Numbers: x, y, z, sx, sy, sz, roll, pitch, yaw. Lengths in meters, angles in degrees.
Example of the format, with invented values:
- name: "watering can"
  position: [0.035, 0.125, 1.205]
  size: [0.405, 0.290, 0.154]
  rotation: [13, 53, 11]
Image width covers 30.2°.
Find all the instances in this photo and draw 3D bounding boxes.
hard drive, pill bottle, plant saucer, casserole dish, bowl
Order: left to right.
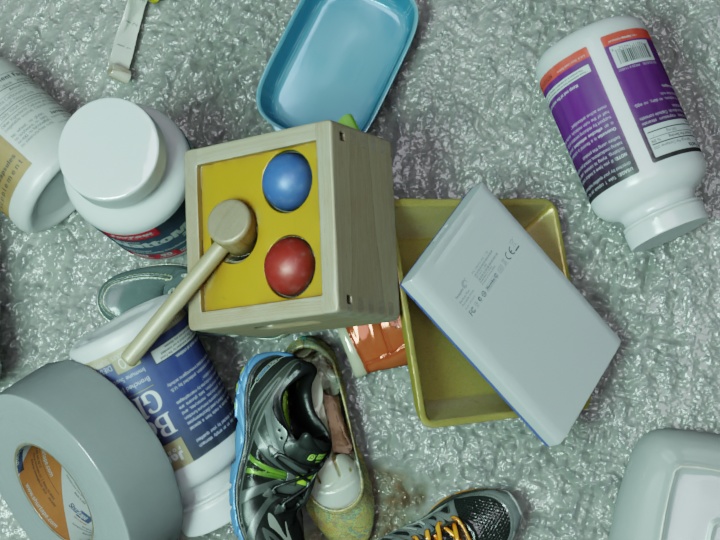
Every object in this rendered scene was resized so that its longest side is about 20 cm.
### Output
- name: "pill bottle"
  position: [-0.353, -0.140, 1.292]
  size: [0.200, 0.114, 0.115]
  rotation: [41, 86, 11]
- name: "pill bottle"
  position: [-0.205, -0.085, 1.225]
  size: [0.118, 0.200, 0.121]
  rotation: [-1, 80, 5]
- name: "pill bottle"
  position: [-0.170, 0.134, 1.212]
  size: [0.110, 0.111, 0.202]
  rotation: [-27, 99, 0]
- name: "casserole dish"
  position: [-0.021, -0.204, 1.312]
  size: [0.120, 0.039, 0.202]
  rotation: [25, 83, 9]
- name: "plant saucer"
  position: [0.107, 0.038, 1.215]
  size: [0.198, 0.048, 0.203]
  rotation: [-2, 78, -33]
- name: "hard drive"
  position: [0.137, 0.039, 1.189]
  size: [0.200, 0.025, 0.132]
  rotation: [47, 56, -13]
- name: "pill bottle"
  position: [0.246, -0.124, 1.235]
  size: [0.111, 0.112, 0.202]
  rotation: [-21, 79, 1]
- name: "bowl"
  position: [0.323, 0.247, 1.184]
  size: [0.197, 0.075, 0.202]
  rotation: [12, 81, 9]

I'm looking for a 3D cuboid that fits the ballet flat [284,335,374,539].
- name: "ballet flat"
  position: [-0.034, 0.158, 1.235]
  size: [0.070, 0.071, 0.203]
  rotation: [-13, 79, 3]

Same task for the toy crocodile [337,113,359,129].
- name: "toy crocodile"
  position: [-0.070, -0.072, 1.253]
  size: [0.199, 0.061, 0.068]
  rotation: [-39, 57, 29]

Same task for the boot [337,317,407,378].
- name: "boot"
  position: [0.000, 0.000, 1.259]
  size: [0.106, 0.075, 0.202]
  rotation: [-23, 80, 6]

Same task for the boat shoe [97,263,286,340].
- name: "boat shoe"
  position: [-0.160, 0.029, 1.271]
  size: [0.197, 0.062, 0.074]
  rotation: [6, 82, 7]

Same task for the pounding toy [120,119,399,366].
- name: "pounding toy"
  position: [-0.087, -0.016, 1.141]
  size: [0.198, 0.142, 0.187]
  rotation: [-8, 80, 31]

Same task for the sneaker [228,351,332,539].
- name: "sneaker"
  position: [-0.067, 0.173, 1.177]
  size: [0.082, 0.070, 0.203]
  rotation: [-4, 85, 34]

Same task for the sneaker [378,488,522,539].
- name: "sneaker"
  position: [0.057, 0.260, 1.204]
  size: [0.198, 0.077, 0.079]
  rotation: [-29, 77, -2]

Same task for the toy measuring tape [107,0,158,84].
- name: "toy measuring tape"
  position: [-0.203, -0.286, 1.323]
  size: [0.073, 0.074, 0.203]
  rotation: [13, 79, 7]

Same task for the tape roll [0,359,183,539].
- name: "tape roll"
  position: [-0.248, 0.182, 1.184]
  size: [0.200, 0.201, 0.066]
  rotation: [47, 49, 11]
